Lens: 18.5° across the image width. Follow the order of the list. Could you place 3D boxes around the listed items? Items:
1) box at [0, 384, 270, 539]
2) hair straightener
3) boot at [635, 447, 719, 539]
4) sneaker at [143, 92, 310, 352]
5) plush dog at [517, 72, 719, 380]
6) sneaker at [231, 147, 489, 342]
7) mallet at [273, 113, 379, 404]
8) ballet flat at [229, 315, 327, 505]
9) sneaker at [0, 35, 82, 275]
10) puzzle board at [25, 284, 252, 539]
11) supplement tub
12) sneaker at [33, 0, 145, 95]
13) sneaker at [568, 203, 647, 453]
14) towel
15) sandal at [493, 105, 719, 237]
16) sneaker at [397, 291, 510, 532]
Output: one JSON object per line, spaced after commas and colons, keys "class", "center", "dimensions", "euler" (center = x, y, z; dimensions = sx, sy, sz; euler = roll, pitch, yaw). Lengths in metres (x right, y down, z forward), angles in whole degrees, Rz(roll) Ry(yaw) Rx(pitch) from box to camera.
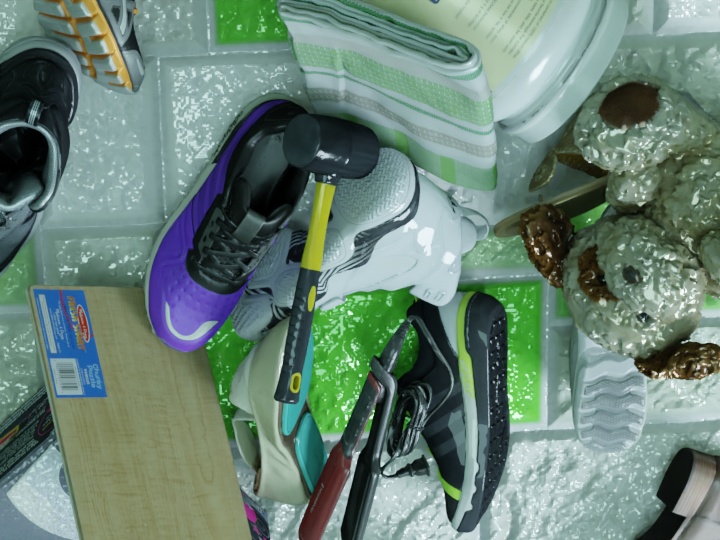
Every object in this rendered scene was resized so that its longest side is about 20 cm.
{"class": "box", "center": [-0.176, 0.180, 1.643], "dimensions": [0.132, 0.115, 0.200], "euler": [-41, 109, 10]}
{"class": "hair straightener", "center": [0.019, 0.127, 1.648], "dimensions": [0.077, 0.041, 0.201], "euler": [12, 108, -22]}
{"class": "boot", "center": [0.310, 0.247, 1.752], "dimensions": [0.199, 0.064, 0.187], "euler": [20, 109, -17]}
{"class": "sneaker", "center": [-0.091, -0.032, 1.565], "dimensions": [0.069, 0.100, 0.201], "euler": [25, 94, -18]}
{"class": "plush dog", "center": [0.210, -0.019, 1.539], "dimensions": [0.200, 0.160, 0.172], "euler": [43, 103, 9]}
{"class": "sneaker", "center": [0.000, 0.000, 1.612], "dimensions": [0.115, 0.075, 0.200], "euler": [26, 127, -34]}
{"class": "mallet", "center": [-0.040, -0.010, 1.517], "dimensions": [0.066, 0.041, 0.201], "euler": [20, 83, -45]}
{"class": "ballet flat", "center": [-0.066, 0.103, 1.628], "dimensions": [0.069, 0.070, 0.201], "euler": [-8, 136, -3]}
{"class": "sneaker", "center": [-0.252, -0.058, 1.537], "dimensions": [0.075, 0.114, 0.201], "euler": [19, 120, -11]}
{"class": "puzzle board", "center": [-0.159, 0.106, 1.569], "dimensions": [0.150, 0.201, 0.017], "euler": [1, 157, -45]}
{"class": "supplement tub", "center": [0.069, -0.192, 1.516], "dimensions": [0.200, 0.145, 0.145], "euler": [33, 104, -16]}
{"class": "sneaker", "center": [-0.188, -0.211, 1.523], "dimensions": [0.077, 0.078, 0.201], "euler": [-41, 128, -28]}
{"class": "sneaker", "center": [0.182, 0.030, 1.642], "dimensions": [0.074, 0.082, 0.201], "euler": [7, 109, -13]}
{"class": "towel", "center": [0.020, -0.118, 1.501], "dimensions": [0.149, 0.200, 0.031], "euler": [23, 71, 16]}
{"class": "sandal", "center": [0.184, -0.091, 1.620], "dimensions": [0.211, 0.078, 0.070], "euler": [-20, 80, -6]}
{"class": "sneaker", "center": [0.066, 0.100, 1.678], "dimensions": [0.082, 0.072, 0.201], "euler": [8, 111, 19]}
